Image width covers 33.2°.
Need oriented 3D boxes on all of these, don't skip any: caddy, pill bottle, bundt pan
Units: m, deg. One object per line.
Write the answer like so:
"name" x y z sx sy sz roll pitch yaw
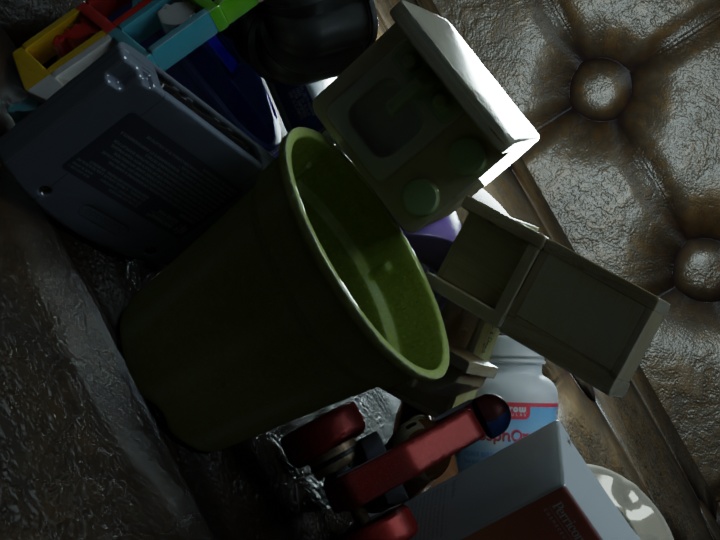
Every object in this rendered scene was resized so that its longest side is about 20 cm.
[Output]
"caddy" -0.146 -0.178 1.054 0.200 0.104 0.142 51 18 -24
"pill bottle" 0.150 0.170 1.243 0.109 0.108 0.203 11 79 -67
"bundt pan" -0.070 -0.235 0.955 0.202 0.075 0.203 48 -26 33

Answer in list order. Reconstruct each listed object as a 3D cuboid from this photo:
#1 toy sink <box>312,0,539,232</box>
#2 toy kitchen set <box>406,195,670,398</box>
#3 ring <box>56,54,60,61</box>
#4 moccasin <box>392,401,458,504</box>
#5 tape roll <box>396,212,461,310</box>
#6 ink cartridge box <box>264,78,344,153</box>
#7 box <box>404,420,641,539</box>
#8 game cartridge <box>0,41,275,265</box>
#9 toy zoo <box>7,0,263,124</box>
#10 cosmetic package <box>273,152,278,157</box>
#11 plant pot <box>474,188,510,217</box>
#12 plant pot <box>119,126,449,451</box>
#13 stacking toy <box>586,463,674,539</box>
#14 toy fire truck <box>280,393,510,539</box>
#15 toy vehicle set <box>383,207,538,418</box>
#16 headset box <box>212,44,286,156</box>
"toy sink" 0.049 -0.115 0.933 0.131 0.112 0.200 51 15 2
"toy kitchen set" 0.151 0.066 0.990 0.180 0.164 0.200 30 6 28
"ring" -0.193 -0.117 1.034 0.201 0.019 0.201 52 18 -24
"moccasin" 0.054 0.176 1.155 0.078 0.073 0.202 49 20 -11
"tape roll" 0.000 0.000 1.079 0.200 0.199 0.086 37 27 -50
"ink cartridge box" -0.026 -0.141 1.127 0.200 0.043 0.197 40 21 -52
"box" 0.122 0.250 1.008 0.153 0.199 0.107 54 18 -13
"game cartridge" -0.157 -0.073 0.868 0.200 0.132 0.042 36 29 -54
"toy zoo" -0.179 -0.174 0.898 0.131 0.199 0.021 40 -16 46
"cosmetic package" -0.036 -0.032 1.183 0.200 0.112 0.082 41 23 -50
"plant pot" 0.109 -0.004 1.302 0.187 0.186 0.200 54 -6 -17
"plant pot" -0.064 0.032 0.871 0.201 0.183 0.201 50 20 -25
"stacking toy" 0.197 0.298 1.169 0.145 0.201 0.147 21 37 -17
"toy fire truck" 0.036 0.144 0.950 0.113 0.167 0.200 61 -6 7
"toy vehicle set" 0.082 0.033 1.153 0.026 0.202 0.124 16 7 -45
"headset box" -0.110 -0.153 1.230 0.201 0.075 0.149 52 18 -23
